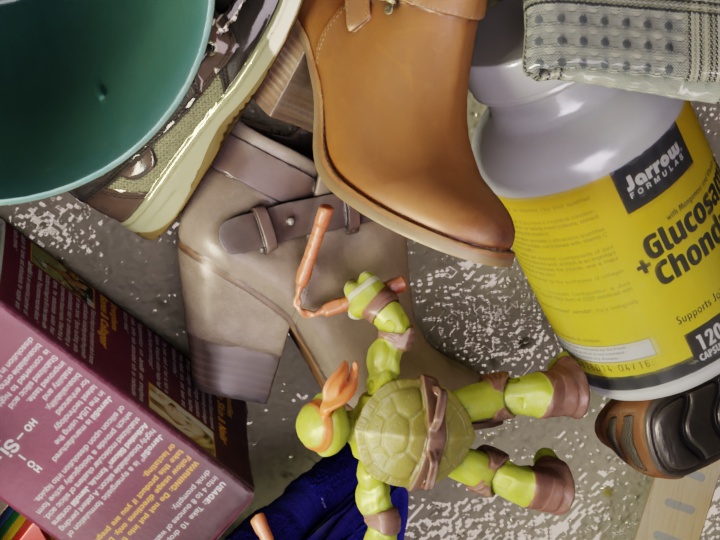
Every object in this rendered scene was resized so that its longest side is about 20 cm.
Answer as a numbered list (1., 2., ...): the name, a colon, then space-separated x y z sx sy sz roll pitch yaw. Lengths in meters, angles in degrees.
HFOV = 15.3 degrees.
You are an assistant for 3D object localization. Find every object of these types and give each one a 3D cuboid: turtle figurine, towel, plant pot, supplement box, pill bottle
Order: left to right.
1. plant pot: -0.173 -0.151 1.220 0.200 0.161 0.201 -3 114 -7
2. supplement box: -0.155 0.061 1.342 0.200 0.110 0.086 39 104 -18
3. towel: -0.035 0.187 1.388 0.050 0.200 0.148 13 117 25
4. turtle figurine: 0.033 0.069 1.327 0.161 0.064 0.200 3 87 -25
5. pill bottle: 0.123 -0.042 1.347 0.112 0.112 0.200 -26 116 3
6. towel: 0.173 -0.172 1.291 0.200 0.035 0.193 4 73 -11

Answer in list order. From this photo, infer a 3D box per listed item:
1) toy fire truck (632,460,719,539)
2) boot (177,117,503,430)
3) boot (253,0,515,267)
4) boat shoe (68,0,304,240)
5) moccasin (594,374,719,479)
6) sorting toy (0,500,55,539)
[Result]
1. toy fire truck: 0.196 0.195 1.477 0.176 0.129 0.200 9 123 -13
2. boot: 0.000 0.000 1.376 0.200 0.070 0.146 8 101 -27
3. boot: 0.034 -0.106 1.261 0.074 0.200 0.155 12 115 -50
4. boat shoe: -0.084 -0.107 1.305 0.065 0.073 0.200 20 110 -23
5. moccasin: 0.218 0.058 1.429 0.201 0.078 0.074 -25 106 -19
6. sorting toy: -0.230 0.176 1.412 0.199 0.070 0.200 32 105 -21
